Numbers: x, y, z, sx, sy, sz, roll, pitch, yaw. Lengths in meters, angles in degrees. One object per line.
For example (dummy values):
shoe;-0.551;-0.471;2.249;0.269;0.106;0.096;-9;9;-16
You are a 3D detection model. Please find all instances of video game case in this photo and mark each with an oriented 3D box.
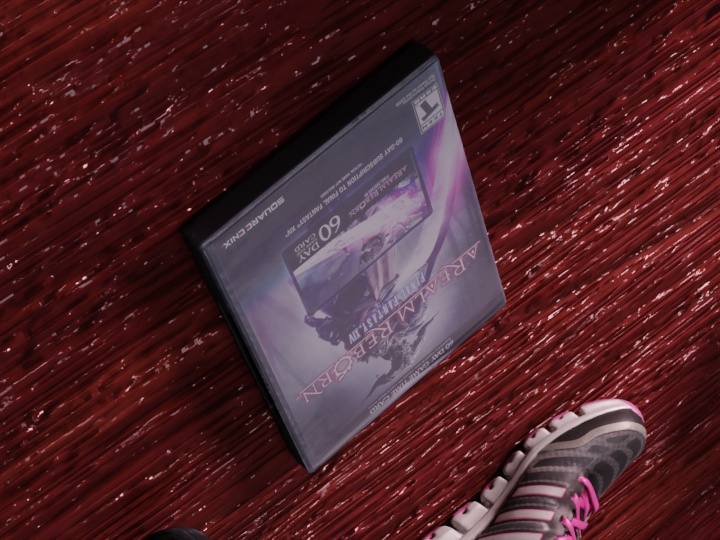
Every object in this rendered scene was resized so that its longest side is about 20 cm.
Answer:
video game case;0.000;0.000;0.928;0.143;0.019;0.200;-40;143;-14

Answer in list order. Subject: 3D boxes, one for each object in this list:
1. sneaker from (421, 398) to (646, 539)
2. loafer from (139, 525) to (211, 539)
sneaker;0.110;0.163;1.137;0.200;0.087;0.074;-40;144;-14
loafer;-0.119;0.206;0.949;0.070;0.068;0.201;-4;130;-55
